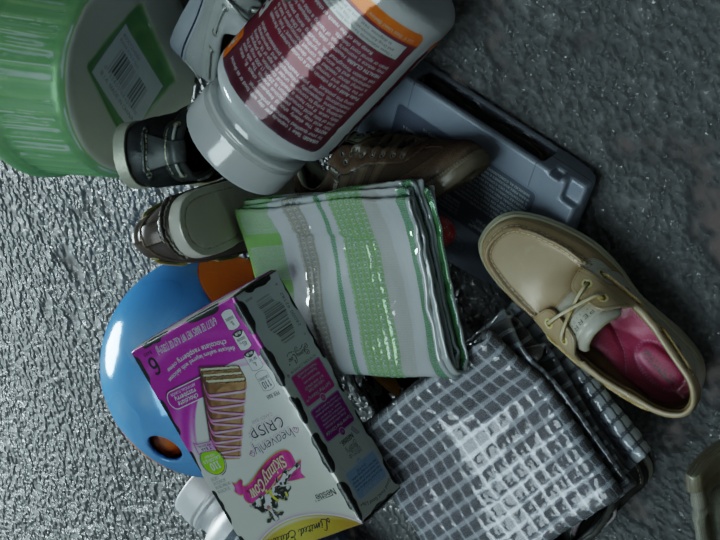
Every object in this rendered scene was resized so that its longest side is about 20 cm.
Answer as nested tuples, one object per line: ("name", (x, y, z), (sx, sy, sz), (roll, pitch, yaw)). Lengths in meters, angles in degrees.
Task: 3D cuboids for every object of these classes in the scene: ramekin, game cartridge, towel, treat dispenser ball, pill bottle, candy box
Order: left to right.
("ramekin", (-0.231, -0.174, 1.245), (0.097, 0.200, 0.201), (11, 122, 31))
("treat dispenser ball", (-0.134, 0.085, 1.304), (0.200, 0.201, 0.202), (24, 129, 32))
("candy box", (-0.077, 0.118, 1.142), (0.136, 0.061, 0.201), (-27, 95, 40))
("pill bottle", (-0.085, 0.273, 1.438), (0.200, 0.119, 0.120), (43, 137, 15))
("pill bottle", (-0.034, -0.156, 1.080), (0.200, 0.114, 0.114), (-44, 82, 28))
("towel", (-0.013, 0.011, 1.097), (0.199, 0.031, 0.150), (-3, 103, 44))
("game cartridge", (0.081, -0.070, 1.126), (0.200, 0.041, 0.134), (36, 139, 22))
("towel", (0.102, 0.139, 1.114), (0.200, 0.085, 0.166), (-43, 78, 38))

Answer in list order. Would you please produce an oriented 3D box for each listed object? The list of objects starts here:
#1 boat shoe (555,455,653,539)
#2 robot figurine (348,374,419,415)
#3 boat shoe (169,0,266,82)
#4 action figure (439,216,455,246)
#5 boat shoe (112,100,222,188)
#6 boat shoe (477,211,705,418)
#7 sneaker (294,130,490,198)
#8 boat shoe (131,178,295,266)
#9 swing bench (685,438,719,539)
("boat shoe", (0.164, 0.201, 1.198), (0.067, 0.057, 0.200), (49, 138, 9))
("robot figurine", (0.041, 0.058, 1.227), (0.145, 0.058, 0.201), (-24, 96, 49))
("boat shoe", (-0.092, -0.213, 1.173), (0.086, 0.075, 0.202), (49, 141, 10))
("action figure", (0.000, 0.000, 1.149), (0.200, 0.065, 0.052), (-22, 84, 41))
("boat shoe", (-0.121, -0.107, 1.185), (0.067, 0.200, 0.072), (-11, 98, 26))
("boat shoe", (0.169, 0.032, 1.040), (0.200, 0.069, 0.074), (36, 107, -3))
("sneaker", (0.012, -0.075, 1.111), (0.200, 0.070, 0.076), (-22, 95, 48))
("boat shoe", (-0.108, -0.043, 1.199), (0.059, 0.200, 0.072), (-13, 93, 32))
("swing bench", (0.340, 0.217, 0.989), (0.199, 0.130, 0.200), (15, 125, 44))
